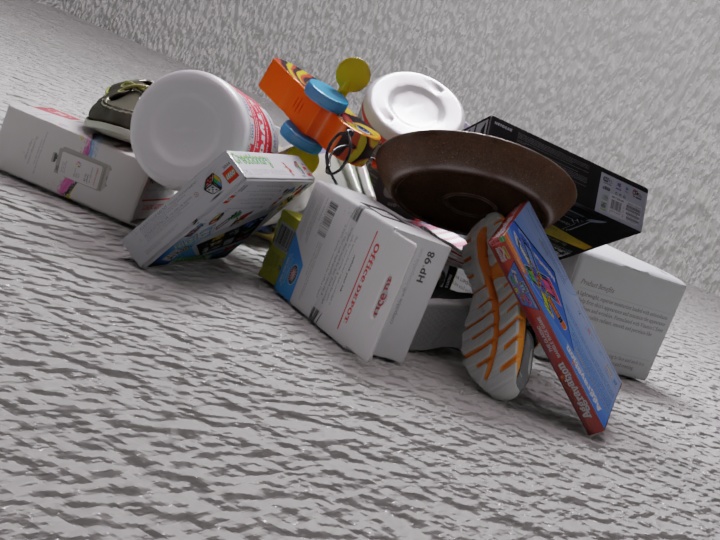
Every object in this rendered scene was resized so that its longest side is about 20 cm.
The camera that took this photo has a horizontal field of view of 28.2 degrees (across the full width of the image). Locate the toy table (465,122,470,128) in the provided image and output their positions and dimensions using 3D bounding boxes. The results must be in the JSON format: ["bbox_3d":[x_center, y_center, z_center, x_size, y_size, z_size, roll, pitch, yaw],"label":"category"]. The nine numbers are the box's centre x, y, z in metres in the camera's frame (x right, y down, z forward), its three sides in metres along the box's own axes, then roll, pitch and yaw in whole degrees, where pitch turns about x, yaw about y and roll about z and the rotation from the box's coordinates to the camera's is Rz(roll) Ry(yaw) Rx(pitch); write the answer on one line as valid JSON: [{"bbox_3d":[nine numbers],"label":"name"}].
[{"bbox_3d":[0.095,-0.088,1.780,0.183,0.201,0.117,26,5,4],"label":"toy table"}]

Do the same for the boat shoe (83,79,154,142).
[{"bbox_3d":[-0.236,-0.166,1.475,0.072,0.061,0.202,21,7,-4],"label":"boat shoe"}]

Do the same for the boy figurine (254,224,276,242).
[{"bbox_3d":[-0.096,-0.062,1.621,0.124,0.065,0.200,25,12,36],"label":"boy figurine"}]

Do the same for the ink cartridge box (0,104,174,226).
[{"bbox_3d":[-0.255,-0.100,1.447,0.199,0.068,0.116,23,8,6],"label":"ink cartridge box"}]

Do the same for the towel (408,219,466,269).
[{"bbox_3d":[0.070,-0.036,1.494,0.146,0.030,0.200,17,7,-31],"label":"towel"}]

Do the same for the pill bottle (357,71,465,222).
[{"bbox_3d":[0.037,-0.114,1.605,0.113,0.200,0.114,9,50,-10],"label":"pill bottle"}]

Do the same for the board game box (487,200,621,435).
[{"bbox_3d":[0.180,0.041,1.308,0.201,0.019,0.103,62,25,-10],"label":"board game box"}]

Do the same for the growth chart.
[{"bbox_3d":[-0.083,-0.089,1.499,0.199,0.018,0.145,-12,43,4],"label":"growth chart"}]

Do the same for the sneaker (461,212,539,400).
[{"bbox_3d":[0.144,0.036,1.337,0.077,0.078,0.201,30,45,-29],"label":"sneaker"}]

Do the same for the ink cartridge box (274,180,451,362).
[{"bbox_3d":[0.007,0.005,1.293,0.067,0.116,0.200,17,10,-32],"label":"ink cartridge box"}]

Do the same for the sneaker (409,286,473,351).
[{"bbox_3d":[0.079,0.036,1.415,0.200,0.071,0.099,7,21,-44],"label":"sneaker"}]

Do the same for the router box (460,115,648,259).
[{"bbox_3d":[0.167,-0.079,1.472,0.199,0.052,0.157,22,-21,-24],"label":"router box"}]

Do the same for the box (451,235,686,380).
[{"bbox_3d":[0.234,0.021,1.692,0.198,0.131,0.200,15,11,-40],"label":"box"}]

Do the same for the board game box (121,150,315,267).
[{"bbox_3d":[-0.125,-0.057,1.318,0.035,0.126,0.200,53,14,7],"label":"board game box"}]

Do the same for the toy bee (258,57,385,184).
[{"bbox_3d":[-0.027,-0.137,1.453,0.108,0.131,0.201,19,43,-38],"label":"toy bee"}]

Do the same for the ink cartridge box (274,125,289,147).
[{"bbox_3d":[-0.055,-0.121,1.895,0.145,0.088,0.200,20,-1,12],"label":"ink cartridge box"}]

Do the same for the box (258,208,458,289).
[{"bbox_3d":[0.000,0.000,1.443,0.199,0.076,0.050,17,10,-35],"label":"box"}]

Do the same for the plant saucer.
[{"bbox_3d":[0.108,-0.076,1.390,0.199,0.035,0.200,12,-18,4],"label":"plant saucer"}]

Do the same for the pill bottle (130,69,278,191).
[{"bbox_3d":[-0.143,-0.125,1.395,0.112,0.113,0.200,23,2,9],"label":"pill bottle"}]
